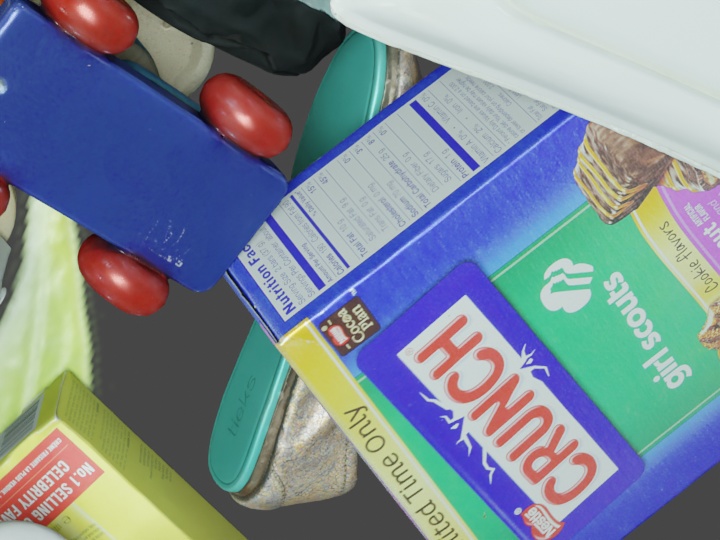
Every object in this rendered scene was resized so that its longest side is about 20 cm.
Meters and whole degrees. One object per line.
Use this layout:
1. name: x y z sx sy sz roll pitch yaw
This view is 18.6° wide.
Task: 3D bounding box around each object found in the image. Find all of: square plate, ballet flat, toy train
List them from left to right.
1. toy train: -0.123 -0.075 0.716 0.200 0.116 0.085 32 100 -37
2. ballet flat: 0.000 0.000 0.833 0.067 0.068 0.201 9 114 -27
3. square plate: 0.118 -0.131 0.676 0.198 0.028 0.200 20 103 -21

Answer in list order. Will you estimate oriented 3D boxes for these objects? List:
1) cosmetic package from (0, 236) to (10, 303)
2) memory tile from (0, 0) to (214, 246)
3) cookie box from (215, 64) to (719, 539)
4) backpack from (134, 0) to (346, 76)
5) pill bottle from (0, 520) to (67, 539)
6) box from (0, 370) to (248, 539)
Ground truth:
1. cosmetic package: -0.217 -0.041 0.760 0.085 0.108 0.200 -36 106 8
2. memory tile: -0.167 -0.075 0.815 0.200 0.017 0.153 -38 106 8
3. cookie box: 0.076 0.003 0.783 0.200 0.075 0.171 -38 126 -1
4. backpack: -0.020 -0.174 0.718 0.167 0.127 0.200 25 114 -28
5. pill bottle: -0.196 0.158 0.814 0.199 0.112 0.112 -12 111 28
6. box: -0.072 0.136 0.871 0.075 0.050 0.200 -41 105 11
